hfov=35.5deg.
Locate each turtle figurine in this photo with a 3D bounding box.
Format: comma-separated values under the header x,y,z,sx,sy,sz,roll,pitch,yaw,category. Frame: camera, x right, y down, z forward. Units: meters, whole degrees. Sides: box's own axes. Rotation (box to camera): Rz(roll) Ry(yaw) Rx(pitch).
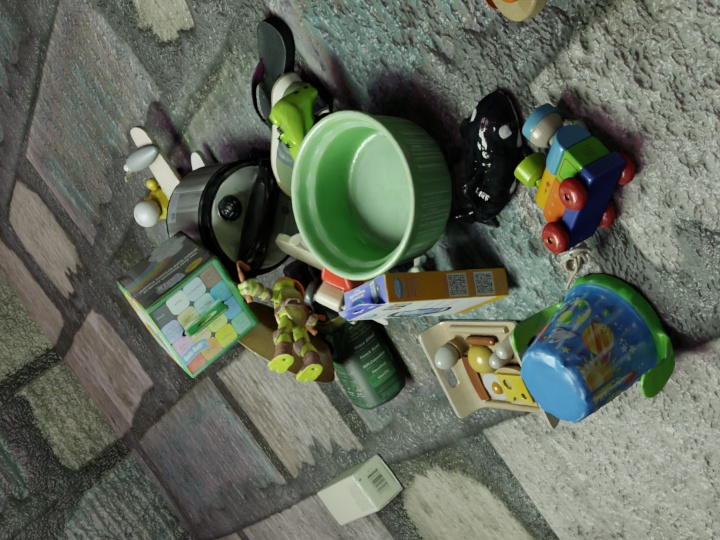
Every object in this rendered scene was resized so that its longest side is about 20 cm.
x,y,z,sx,sy,sz,roll,pitch,yaw,category
-0.091,0.069,1.550,0.200,0.064,0.163,38,-150,-47,turtle figurine

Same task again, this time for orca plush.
x,y,z,sx,sy,sz,roll,pitch,yaw,category
0.130,-0.110,1.286,0.105,0.071,0.201,46,151,14,orca plush

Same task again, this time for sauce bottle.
x,y,z,sx,sy,sz,roll,pitch,yaw,category
-0.062,0.077,1.792,0.066,0.066,0.203,0,119,56,sauce bottle

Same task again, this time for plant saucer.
x,y,z,sx,sy,sz,roll,pitch,yaw,category
-0.116,0.096,1.651,0.198,0.036,0.200,29,-171,-5,plant saucer

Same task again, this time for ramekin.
x,y,z,sx,sy,sz,roll,pitch,yaw,category
0.018,-0.096,1.378,0.198,0.097,0.204,9,104,40,ramekin

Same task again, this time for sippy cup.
x,y,z,sx,sy,sz,roll,pitch,yaw,category
0.253,0.096,1.262,0.140,0.130,0.178,52,151,2,sippy cup

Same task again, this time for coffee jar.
x,y,z,sx,sy,sz,roll,pitch,yaw,category
-0.013,0.108,1.724,0.104,0.085,0.202,8,129,62,coffee jar

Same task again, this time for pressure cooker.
x,y,z,sx,sy,sz,roll,pitch,yaw,category
-0.184,-0.075,1.689,0.199,0.178,0.178,-1,118,57,pressure cooker

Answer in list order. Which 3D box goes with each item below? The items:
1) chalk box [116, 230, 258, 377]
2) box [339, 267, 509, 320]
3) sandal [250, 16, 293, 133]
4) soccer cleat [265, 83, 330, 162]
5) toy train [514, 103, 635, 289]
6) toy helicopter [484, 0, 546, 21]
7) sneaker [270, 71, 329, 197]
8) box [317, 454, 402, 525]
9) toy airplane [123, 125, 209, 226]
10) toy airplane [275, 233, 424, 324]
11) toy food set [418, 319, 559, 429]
x,y,z,sx,sy,sz,roll,pitch,yaw,category
-0.231,0.050,1.544,0.199,0.124,0.125,32,156,58,chalk box
0.072,0.030,1.405,0.119,0.197,0.042,-27,67,61,box
-0.125,-0.252,1.543,0.075,0.048,0.203,35,145,31,sandal
-0.053,-0.152,1.460,0.067,0.081,0.201,43,165,42,soccer cleat
0.207,-0.076,1.205,0.116,0.084,0.201,52,153,26,toy train
0.121,-0.333,1.081,0.203,0.078,0.132,64,161,3,toy helicopter
-0.073,-0.165,1.536,0.090,0.067,0.202,38,146,34,sneaker
-0.003,0.401,2.047,0.083,0.068,0.200,53,152,2,box
-0.311,-0.119,1.872,0.199,0.140,0.201,38,147,27,toy airplane
0.000,0.000,1.552,0.198,0.143,0.198,24,177,-29,toy airplane
0.170,0.144,1.512,0.199,0.060,0.145,-2,119,58,toy food set
